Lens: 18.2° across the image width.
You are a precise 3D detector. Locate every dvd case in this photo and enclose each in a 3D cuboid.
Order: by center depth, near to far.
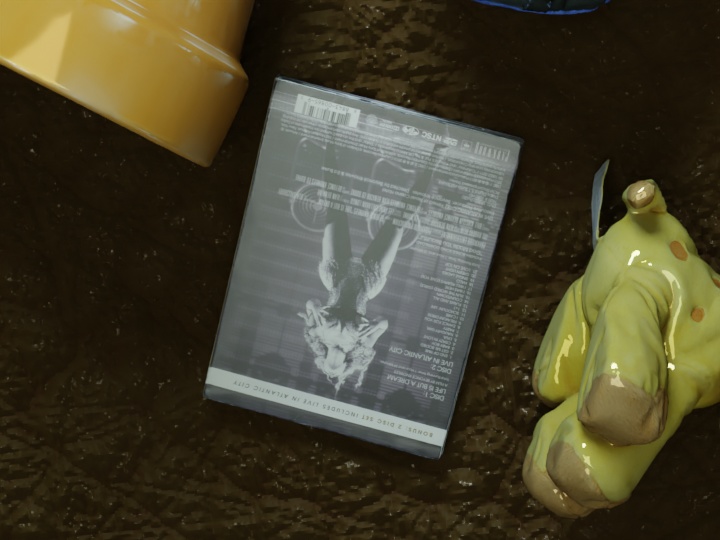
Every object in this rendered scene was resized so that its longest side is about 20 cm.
[{"bbox_3d":[0.000,0.000,1.316,0.148,0.016,0.201,15,106,2],"label":"dvd case"}]

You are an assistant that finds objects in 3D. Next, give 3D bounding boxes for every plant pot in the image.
[{"bbox_3d":[-0.128,-0.182,1.204,0.199,0.200,0.184,27,91,-1],"label":"plant pot"}]

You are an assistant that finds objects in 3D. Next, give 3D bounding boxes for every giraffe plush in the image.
[{"bbox_3d":[0.195,0.050,1.251,0.161,0.173,0.201,15,73,-7],"label":"giraffe plush"}]

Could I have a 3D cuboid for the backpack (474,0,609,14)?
[{"bbox_3d":[0.100,-0.240,1.156,0.162,0.168,0.201,11,112,7],"label":"backpack"}]
